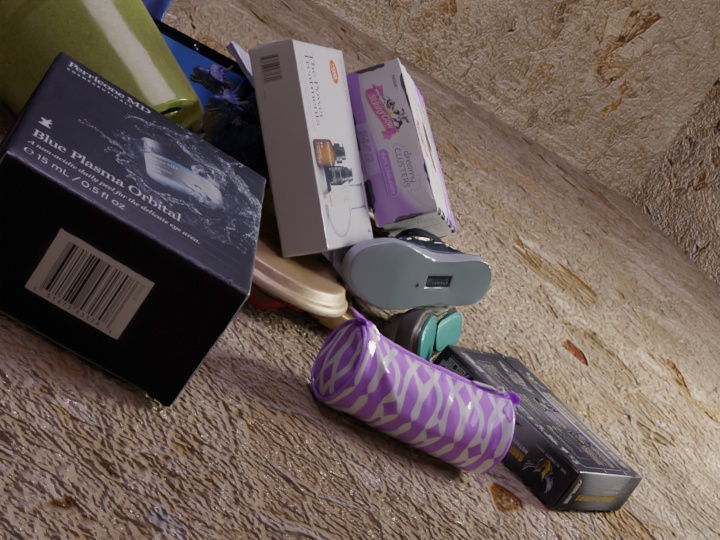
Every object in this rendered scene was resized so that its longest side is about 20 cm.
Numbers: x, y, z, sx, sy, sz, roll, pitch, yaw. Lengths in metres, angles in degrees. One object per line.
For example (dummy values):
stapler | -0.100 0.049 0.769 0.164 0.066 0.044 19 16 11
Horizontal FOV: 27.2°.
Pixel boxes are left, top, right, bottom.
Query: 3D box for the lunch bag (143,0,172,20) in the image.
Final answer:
lunch bag | -0.297 -0.348 1.796 0.132 0.201 0.136 33 -24 -18

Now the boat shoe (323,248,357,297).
boat shoe | 0.000 0.000 1.612 0.199 0.065 0.073 11 62 -32

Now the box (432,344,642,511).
box | 0.177 0.162 1.526 0.200 0.048 0.158 45 16 30

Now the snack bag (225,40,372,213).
snack bag | -0.061 -0.162 1.693 0.201 0.021 0.188 56 12 23

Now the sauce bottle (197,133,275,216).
sauce bottle | -0.105 -0.099 1.581 0.199 0.066 0.066 31 13 -42

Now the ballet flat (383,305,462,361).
ballet flat | 0.056 0.067 1.556 0.063 0.068 0.200 10 7 15

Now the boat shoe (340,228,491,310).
boat shoe | 0.038 -0.005 1.530 0.199 0.071 0.091 8 16 -43

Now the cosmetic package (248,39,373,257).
cosmetic package | -0.046 -0.119 1.462 0.151 0.051 0.202 -15 95 -74

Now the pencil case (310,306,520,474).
pencil case | 0.052 0.112 1.318 0.199 0.086 0.084 26 15 -31

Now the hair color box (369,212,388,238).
hair color box | -0.035 -0.064 1.738 0.100 0.061 0.200 26 17 -34

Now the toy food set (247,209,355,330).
toy food set | -0.097 -0.012 1.445 0.198 0.049 0.200 40 15 18

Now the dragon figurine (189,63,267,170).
dragon figurine | -0.104 -0.139 1.475 0.199 0.099 0.059 22 53 -43

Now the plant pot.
plant pot | -0.250 -0.179 1.394 0.185 0.200 0.200 51 17 14

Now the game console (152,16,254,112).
game console | -0.178 -0.165 1.612 0.199 0.119 0.171 23 18 -40

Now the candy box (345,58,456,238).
candy box | 0.044 -0.124 1.636 0.200 0.071 0.169 29 46 -79

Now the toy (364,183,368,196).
toy | -0.031 -0.173 1.670 0.115 0.047 0.200 47 13 -29

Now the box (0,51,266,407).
box | -0.185 -0.036 1.109 0.196 0.118 0.200 31 23 -15
